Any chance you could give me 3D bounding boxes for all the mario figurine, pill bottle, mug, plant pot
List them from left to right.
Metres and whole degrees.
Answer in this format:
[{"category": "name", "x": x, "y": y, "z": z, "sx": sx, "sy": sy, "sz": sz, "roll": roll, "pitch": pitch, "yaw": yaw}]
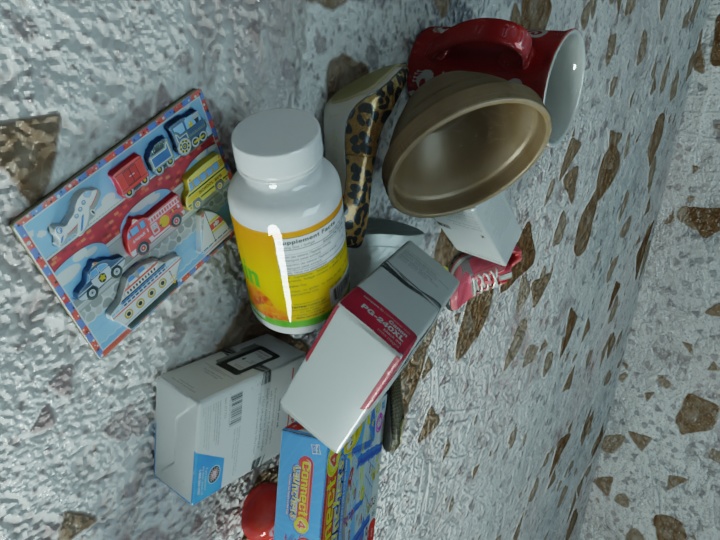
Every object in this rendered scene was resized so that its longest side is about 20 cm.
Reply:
[{"category": "pill bottle", "x": -0.070, "y": -0.046, "z": 0.648, "sx": 0.111, "sy": 0.109, "sz": 0.203, "roll": -43, "pitch": 144, "yaw": -36}, {"category": "mario figurine", "x": -0.083, "y": 0.343, "z": 0.845, "sx": 0.201, "sy": 0.103, "sz": 0.126, "roll": 67, "pitch": 16, "yaw": -57}, {"category": "plant pot", "x": 0.108, "y": -0.156, "z": 0.754, "sx": 0.196, "sy": 0.094, "sz": 0.202, "roll": -17, "pitch": 153, "yaw": -9}, {"category": "mug", "x": 0.162, "y": -0.259, "z": 0.826, "sx": 0.134, "sy": 0.197, "sz": 0.180, "roll": -51, "pitch": 142, "yaw": -27}]

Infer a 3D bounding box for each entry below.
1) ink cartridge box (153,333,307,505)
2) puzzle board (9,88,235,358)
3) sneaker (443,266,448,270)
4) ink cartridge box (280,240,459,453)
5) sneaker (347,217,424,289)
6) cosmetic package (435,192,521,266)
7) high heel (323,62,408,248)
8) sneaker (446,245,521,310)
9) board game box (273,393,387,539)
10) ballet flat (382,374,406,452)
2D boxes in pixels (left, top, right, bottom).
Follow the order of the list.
[{"category": "ink cartridge box", "x": -0.124, "y": 0.147, "z": 0.720, "sx": 0.198, "sy": 0.067, "sz": 0.119, "roll": -17, "pitch": 121, "yaw": -53}, {"category": "puzzle board", "x": -0.183, "y": -0.041, "z": 0.580, "sx": 0.200, "sy": 0.017, "sz": 0.153, "roll": -48, "pitch": 141, "yaw": -32}, {"category": "sneaker", "x": 0.029, "y": 0.048, "z": 0.909, "sx": 0.199, "sy": 0.082, "sz": 0.074, "roll": -39, "pitch": 149, "yaw": -12}, {"category": "ink cartridge box", "x": 0.017, "y": 0.074, "z": 0.715, "sx": 0.147, "sy": 0.083, "sz": 0.200, "roll": -60, "pitch": 169, "yaw": 30}, {"category": "sneaker", "x": 0.000, "y": 0.000, "z": 0.839, "sx": 0.197, "sy": 0.073, "sz": 0.119, "roll": -10, "pitch": 116, "yaw": -44}, {"category": "cosmetic package", "x": 0.176, "y": -0.088, "z": 1.030, "sx": 0.075, "sy": 0.100, "sz": 0.200, "roll": -62, "pitch": 146, "yaw": -12}, {"category": "high heel", "x": 0.010, "y": -0.131, "z": 0.749, "sx": 0.200, "sy": 0.071, "sz": 0.144, "roll": -46, "pitch": 124, "yaw": -23}, {"category": "sneaker", "x": 0.216, "y": 0.001, "z": 1.149, "sx": 0.200, "sy": 0.085, "sz": 0.075, "roll": -44, "pitch": 138, "yaw": -36}, {"category": "board game box", "x": -0.033, "y": 0.261, "z": 0.779, "sx": 0.195, "sy": 0.055, "sz": 0.206, "roll": -13, "pitch": 109, "yaw": -69}, {"category": "ballet flat", "x": 0.048, "y": 0.156, "z": 0.913, "sx": 0.203, "sy": 0.045, "sz": 0.068, "roll": -91, "pitch": -165, "yaw": -46}]
